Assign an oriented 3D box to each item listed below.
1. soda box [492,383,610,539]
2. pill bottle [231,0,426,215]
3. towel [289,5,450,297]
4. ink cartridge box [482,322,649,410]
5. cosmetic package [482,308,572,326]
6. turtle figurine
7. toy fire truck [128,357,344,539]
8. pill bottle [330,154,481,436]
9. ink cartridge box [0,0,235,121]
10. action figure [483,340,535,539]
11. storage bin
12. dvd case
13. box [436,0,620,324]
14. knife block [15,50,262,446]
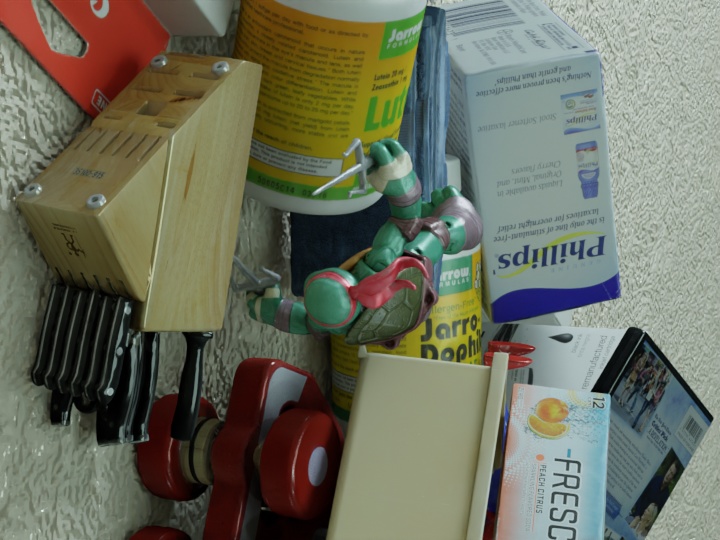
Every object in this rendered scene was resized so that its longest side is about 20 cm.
[{"bbox_3d":[0.118,0.165,1.033,0.200,0.068,0.064,-77,172,-45],"label":"soda box"},{"bbox_3d":[-0.020,-0.145,1.004,0.111,0.111,0.200,-42,150,-54],"label":"pill bottle"},{"bbox_3d":[0.004,-0.077,1.115,0.049,0.111,0.200,4,87,-70],"label":"towel"},{"bbox_3d":[0.122,0.119,1.296,0.145,0.200,0.084,-63,143,-38],"label":"ink cartridge box"},{"bbox_3d":[0.152,-0.054,1.459,0.108,0.085,0.200,52,49,-54],"label":"cosmetic package"},{"bbox_3d":[0.000,0.000,0.977,0.101,0.150,0.200,58,24,12],"label":"turtle figurine"},{"bbox_3d":[-0.058,0.162,1.033,0.168,0.112,0.200,32,65,-61],"label":"toy fire truck"},{"bbox_3d":[0.032,0.018,1.195,0.113,0.113,0.200,-22,114,-61],"label":"pill bottle"},{"bbox_3d":[-0.133,-0.187,0.908,0.200,0.043,0.174,50,48,-55],"label":"ink cartridge box"},{"bbox_3d":[0.102,0.155,1.180,0.065,0.052,0.200,-70,167,-78],"label":"action figure"},{"bbox_3d":[0.033,0.178,1.031,0.199,0.094,0.200,82,16,-61],"label":"storage bin"},{"bbox_3d":[0.176,0.156,1.178,0.200,0.018,0.143,-57,136,-12],"label":"dvd case"},{"bbox_3d":[0.118,-0.091,1.266,0.184,0.105,0.200,-113,-166,-65],"label":"box"},{"bbox_3d":[-0.110,-0.001,0.930,0.200,0.064,0.176,-53,139,-33],"label":"knife block"}]
